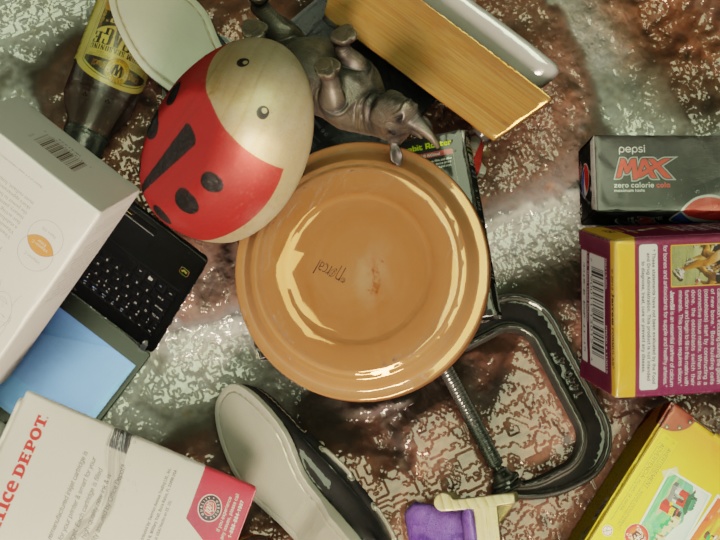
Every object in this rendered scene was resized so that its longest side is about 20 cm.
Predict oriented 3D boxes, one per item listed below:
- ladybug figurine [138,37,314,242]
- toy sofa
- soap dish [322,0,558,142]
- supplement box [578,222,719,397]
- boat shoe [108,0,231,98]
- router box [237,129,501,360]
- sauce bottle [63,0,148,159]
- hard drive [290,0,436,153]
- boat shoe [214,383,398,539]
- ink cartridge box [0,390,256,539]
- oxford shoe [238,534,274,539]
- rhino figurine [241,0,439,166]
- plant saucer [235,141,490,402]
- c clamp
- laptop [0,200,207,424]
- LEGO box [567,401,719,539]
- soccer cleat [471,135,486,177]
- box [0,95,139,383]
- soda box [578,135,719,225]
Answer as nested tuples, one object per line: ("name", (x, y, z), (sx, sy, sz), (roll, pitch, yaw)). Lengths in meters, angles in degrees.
("ladybug figurine", (-0.110, -0.094, 1.344), (0.072, 0.200, 0.136), (-10, 64, -40))
("toy sofa", (0.087, 0.275, 1.408), (0.097, 0.083, 0.201), (-6, 83, 7))
("soap dish", (0.063, -0.181, 1.421), (0.200, 0.157, 0.081), (37, 96, 1))
("supplement box", (0.286, 0.028, 1.452), (0.199, 0.103, 0.132), (-2, 97, -9))
("boat shoe", (-0.126, -0.160, 1.443), (0.200, 0.062, 0.075), (40, 80, 2))
("router box", (0.003, -0.018, 1.415), (0.199, 0.062, 0.151), (-10, 84, 8))
("sauce bottle", (-0.206, -0.167, 1.477), (0.066, 0.066, 0.201), (17, 80, -2))
("hard drive", (-0.020, -0.153, 1.503), (0.200, 0.042, 0.135), (-43, 87, -10))
("boat shoe", (-0.042, 0.170, 1.438), (0.060, 0.074, 0.200), (-19, 60, -48))
("ink cartridge box", (-0.201, 0.205, 1.378), (0.199, 0.084, 0.145), (23, 58, -6))
("oxford shoe", (-0.082, 0.310, 1.404), (0.071, 0.073, 0.201), (-5, 81, -7))
("rhino figurine", (-0.014, -0.142, 1.358), (0.200, 0.088, 0.060), (33, 68, 27))
("plant saucer", (0.000, 0.000, 1.366), (0.199, 0.032, 0.202), (-1, 84, 10))
("c clamp", (0.110, 0.109, 1.483), (0.170, 0.027, 0.201), (-32, 85, -16))
("laptop", (-0.248, 0.023, 1.421), (0.177, 0.200, 0.103), (37, 43, 1))
("LEGO box", (0.254, 0.231, 1.447), (0.149, 0.077, 0.200), (35, 79, 1))
("soccer cleat", (0.029, -0.040, 1.478), (0.085, 0.069, 0.200), (36, 84, -3))
("box", (-0.283, -0.014, 1.364), (0.124, 0.097, 0.200), (38, 107, 1))
("soda box", (0.288, -0.076, 1.509), (0.199, 0.063, 0.071), (-1, 81, -5))
